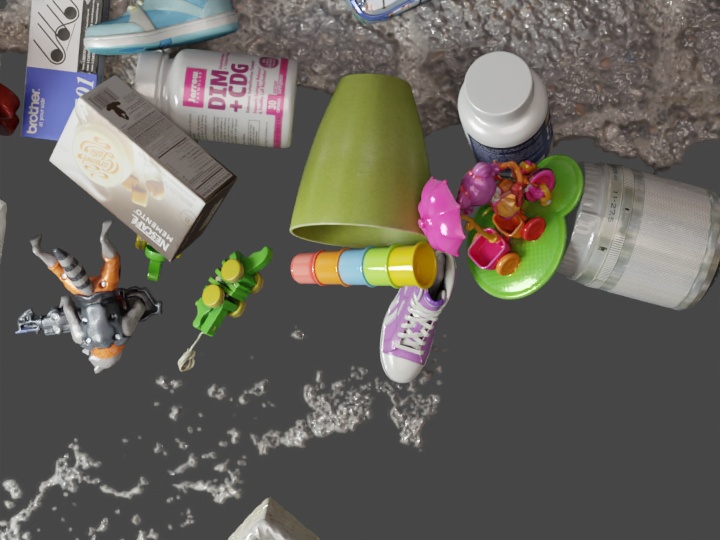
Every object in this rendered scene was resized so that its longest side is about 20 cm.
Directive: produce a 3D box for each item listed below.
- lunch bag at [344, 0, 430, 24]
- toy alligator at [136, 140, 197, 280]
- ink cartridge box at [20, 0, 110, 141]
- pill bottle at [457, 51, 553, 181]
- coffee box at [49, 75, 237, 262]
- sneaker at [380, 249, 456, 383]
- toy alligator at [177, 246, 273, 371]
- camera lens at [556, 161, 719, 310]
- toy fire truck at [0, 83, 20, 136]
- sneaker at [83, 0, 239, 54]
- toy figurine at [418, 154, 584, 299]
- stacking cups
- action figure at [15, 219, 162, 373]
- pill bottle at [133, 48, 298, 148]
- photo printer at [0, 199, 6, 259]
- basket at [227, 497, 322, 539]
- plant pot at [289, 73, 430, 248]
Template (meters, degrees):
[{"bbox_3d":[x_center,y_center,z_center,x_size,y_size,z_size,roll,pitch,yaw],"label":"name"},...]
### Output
[{"bbox_3d":[0.048,-0.414,1.650,0.199,0.076,0.161,-24,95,0],"label":"lunch bag"},{"bbox_3d":[-0.249,-0.082,1.680,0.059,0.054,0.201,15,96,-5],"label":"toy alligator"},{"bbox_3d":[-0.378,-0.267,1.665,0.093,0.044,0.202,7,97,-1],"label":"ink cartridge box"},{"bbox_3d":[0.180,-0.193,1.607,0.110,0.200,0.112,-3,75,11],"label":"pill bottle"},{"bbox_3d":[-0.267,-0.125,1.588,0.200,0.080,0.115,40,129,2],"label":"coffee box"},{"bbox_3d":[0.074,0.058,1.689,0.072,0.114,0.202,14,98,-5],"label":"sneaker"},{"bbox_3d":[-0.190,0.040,1.709,0.200,0.059,0.054,-52,54,5],"label":"toy alligator"},{"bbox_3d":[0.358,-0.045,1.664,0.199,0.160,0.161,14,96,-4],"label":"camera lens"},{"bbox_3d":[-0.520,-0.192,1.596,0.167,0.200,0.113,28,74,-9],"label":"toy fire truck"},{"bbox_3d":[-0.261,-0.346,1.635,0.199,0.079,0.132,-14,97,-21],"label":"sneaker"},{"bbox_3d":[0.156,-0.074,1.567,0.200,0.184,0.150,-53,52,17],"label":"toy figurine"},{"bbox_3d":[0.000,0.000,1.661,0.199,0.060,0.061,-5,99,35],"label":"stacking cups"},{"bbox_3d":[-0.367,0.046,1.669,0.199,0.105,0.195,-16,111,4],"label":"action figure"},{"bbox_3d":[-0.182,-0.220,1.643,0.198,0.113,0.114,5,97,-3],"label":"pill bottle"},{"bbox_3d":[-0.530,-0.042,1.625,0.165,0.070,0.201,20,133,-5],"label":"photo printer"},{"bbox_3d":[-0.114,0.436,1.704,0.198,0.161,0.200,40,95,-6],"label":"basket"},{"bbox_3d":[0.010,-0.140,1.644,0.186,0.187,0.202,5,82,-3],"label":"plant pot"}]
